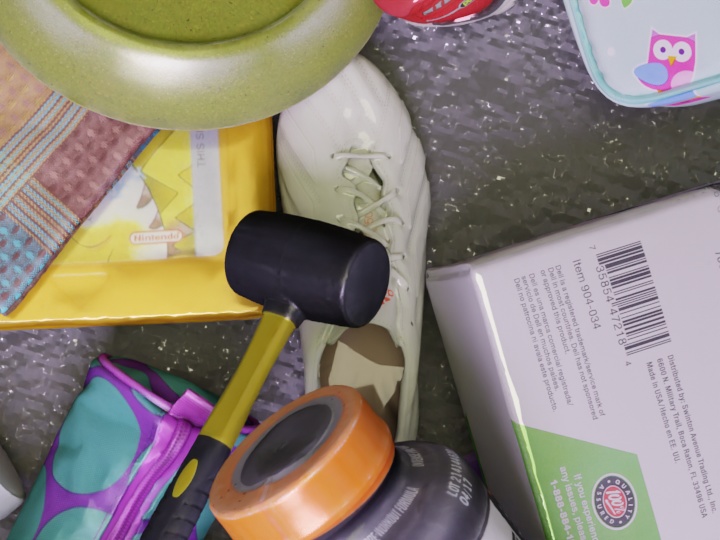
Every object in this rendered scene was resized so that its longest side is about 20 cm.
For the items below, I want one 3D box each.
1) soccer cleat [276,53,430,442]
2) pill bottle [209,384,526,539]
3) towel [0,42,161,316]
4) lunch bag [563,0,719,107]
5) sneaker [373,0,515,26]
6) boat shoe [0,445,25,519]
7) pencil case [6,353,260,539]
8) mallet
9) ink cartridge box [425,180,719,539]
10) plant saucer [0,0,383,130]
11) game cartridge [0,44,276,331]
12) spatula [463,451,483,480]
[{"bbox_3d":[0.000,0.000,0.798,0.069,0.078,0.202,-4,89,-1],"label":"soccer cleat"},{"bbox_3d":[0.026,0.140,0.696,0.106,0.106,0.200,-37,108,-1],"label":"pill bottle"},{"bbox_3d":[-0.188,-0.095,0.788,0.200,0.022,0.147,38,83,4],"label":"towel"},{"bbox_3d":[0.149,-0.176,0.778,0.160,0.077,0.201,-16,87,34],"label":"lunch bag"},{"bbox_3d":[0.053,-0.187,0.741,0.077,0.085,0.201,42,131,35],"label":"sneaker"},{"bbox_3d":[-0.236,0.050,0.788,0.068,0.072,0.200,-45,105,1],"label":"boat shoe"},{"bbox_3d":[-0.121,0.138,0.787,0.085,0.092,0.201,27,88,-11],"label":"pencil case"},{"bbox_3d":[-0.046,0.064,0.715,0.065,0.041,0.201,6,60,26],"label":"mallet"},{"bbox_3d":[0.147,0.040,0.781,0.199,0.084,0.146,-16,91,-12],"label":"ink cartridge box"},{"bbox_3d":[-0.078,-0.161,0.789,0.199,0.031,0.201,2,74,-9],"label":"plant saucer"},{"bbox_3d":[-0.127,-0.074,0.810,0.175,0.032,0.202,-3,84,-1],"label":"game cartridge"},{"bbox_3d":[-0.018,0.150,0.824,0.199,0.021,0.057,-27,78,1],"label":"spatula"}]
